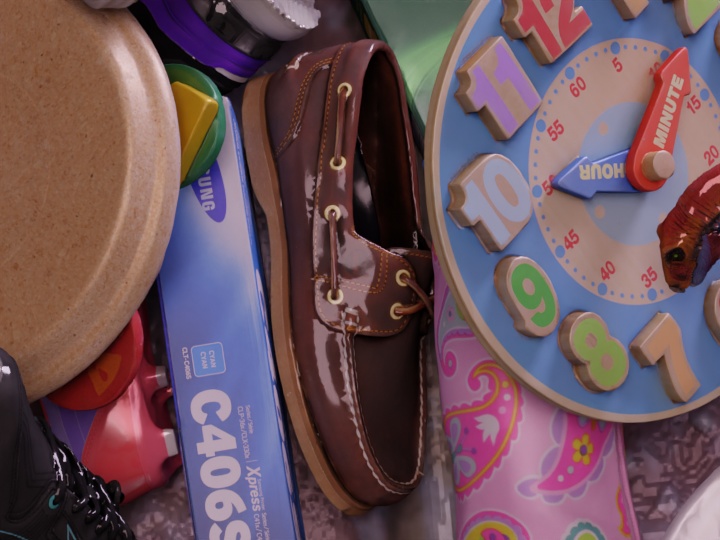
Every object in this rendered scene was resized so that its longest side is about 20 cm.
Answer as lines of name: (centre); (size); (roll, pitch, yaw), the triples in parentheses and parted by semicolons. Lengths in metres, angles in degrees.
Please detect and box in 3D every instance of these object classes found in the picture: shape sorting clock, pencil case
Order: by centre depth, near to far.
shape sorting clock: (0.110, -0.040, 1.172); (0.199, 0.039, 0.201); (3, 84, -31)
pencil case: (0.074, 0.054, 1.210); (0.087, 0.087, 0.201); (-3, 88, 2)

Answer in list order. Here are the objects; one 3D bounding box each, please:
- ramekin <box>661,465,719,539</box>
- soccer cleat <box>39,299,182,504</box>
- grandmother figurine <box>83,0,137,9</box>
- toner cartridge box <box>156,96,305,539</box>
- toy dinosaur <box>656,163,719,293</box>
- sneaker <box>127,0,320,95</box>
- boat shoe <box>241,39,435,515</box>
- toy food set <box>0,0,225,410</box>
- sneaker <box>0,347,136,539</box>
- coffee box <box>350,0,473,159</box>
ramekin: (0.209, 0.162, 1.189); (0.201, 0.094, 0.204); (-1, 75, 2)
soccer cleat: (-0.126, 0.004, 1.268); (0.076, 0.067, 0.201); (-13, 77, 4)
grandmother figurine: (-0.060, -0.165, 1.219); (0.121, 0.061, 0.200); (29, 43, 23)
toner cartridge box: (-0.057, 0.037, 1.237); (0.043, 0.095, 0.201); (-9, 75, 0)
toy dinosaur: (0.197, -0.010, 1.197); (0.181, 0.105, 0.201); (38, 37, -26)
sneaker: (-0.106, -0.153, 1.305); (0.099, 0.069, 0.201); (-43, 60, 21)
boat shoe: (0.000, 0.000, 1.244); (0.070, 0.070, 0.201); (-17, 78, 27)
toy food set: (-0.154, -0.030, 1.216); (0.197, 0.049, 0.201); (30, 94, 29)
sneaker: (-0.132, 0.092, 1.183); (0.079, 0.200, 0.076); (-7, 54, -7)
coffee box: (0.061, -0.120, 1.298); (0.122, 0.044, 0.201); (-22, 75, -2)
